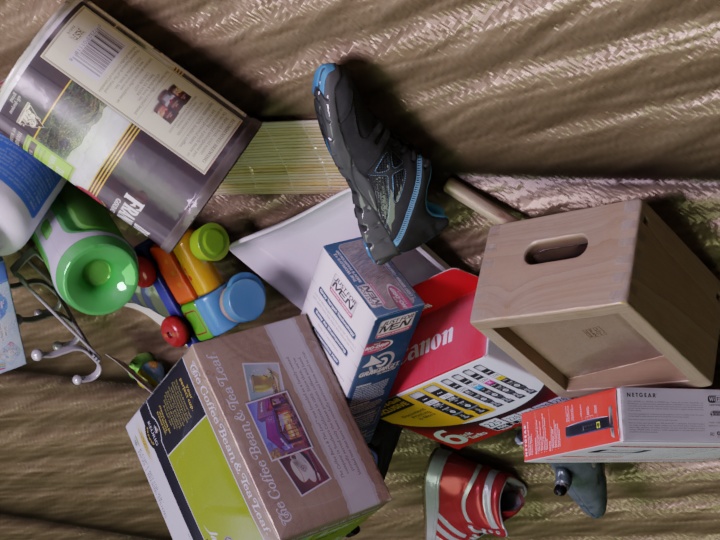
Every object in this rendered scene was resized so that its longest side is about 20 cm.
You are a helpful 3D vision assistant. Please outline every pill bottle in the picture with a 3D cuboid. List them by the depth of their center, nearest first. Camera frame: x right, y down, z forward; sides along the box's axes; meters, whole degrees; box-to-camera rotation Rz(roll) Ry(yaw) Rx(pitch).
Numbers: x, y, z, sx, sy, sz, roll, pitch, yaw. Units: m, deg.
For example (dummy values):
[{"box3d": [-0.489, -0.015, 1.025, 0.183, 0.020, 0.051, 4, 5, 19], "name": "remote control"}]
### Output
[{"box3d": [-0.351, -0.086, 1.414, 0.112, 0.200, 0.112, 15, 142, 13], "name": "pill bottle"}]

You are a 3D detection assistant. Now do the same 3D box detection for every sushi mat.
[{"box3d": [-0.073, -0.106, 1.387, 0.200, 0.012, 0.096, 1, 136, 29], "name": "sushi mat"}]

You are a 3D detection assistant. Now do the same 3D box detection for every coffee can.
[{"box3d": [-0.210, -0.131, 1.313, 0.200, 0.146, 0.146, 36, 142, -7], "name": "coffee can"}]

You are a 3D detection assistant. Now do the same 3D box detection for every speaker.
[{"box3d": [-0.279, -0.028, 1.457, 0.088, 0.088, 0.200, 52, 177, -31], "name": "speaker"}]

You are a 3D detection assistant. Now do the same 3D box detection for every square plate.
[{"box3d": [0.000, 0.000, 1.453, 0.198, 0.028, 0.200, 40, 141, -26], "name": "square plate"}]

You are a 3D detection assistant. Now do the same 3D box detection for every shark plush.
[{"box3d": [0.216, 0.193, 1.482, 0.091, 0.083, 0.200, 3, 162, 20], "name": "shark plush"}]

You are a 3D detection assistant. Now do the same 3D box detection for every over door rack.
[{"box3d": [-0.365, 0.023, 1.607, 0.148, 0.067, 0.200, 48, 165, 43], "name": "over door rack"}]

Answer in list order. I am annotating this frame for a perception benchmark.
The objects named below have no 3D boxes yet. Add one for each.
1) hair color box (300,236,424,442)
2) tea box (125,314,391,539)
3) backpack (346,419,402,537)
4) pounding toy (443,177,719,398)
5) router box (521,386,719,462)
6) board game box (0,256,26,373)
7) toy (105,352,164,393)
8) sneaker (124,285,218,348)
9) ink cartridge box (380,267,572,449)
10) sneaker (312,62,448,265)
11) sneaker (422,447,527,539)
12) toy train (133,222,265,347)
[{"box3d": [-0.012, 0.074, 1.402, 0.100, 0.060, 0.200, 52, 141, 32], "name": "hair color box"}, {"box3d": [-0.103, 0.182, 1.398, 0.197, 0.133, 0.200, -46, 65, 51], "name": "tea box"}, {"box3d": [-0.051, 0.162, 1.583, 0.190, 0.154, 0.200, 24, 136, 8], "name": "backpack"}, {"box3d": [0.189, 0.008, 1.297, 0.200, 0.142, 0.184, -9, 145, 39], "name": "pounding toy"}, {"box3d": [0.276, 0.145, 1.347, 0.200, 0.049, 0.179, 3, 167, -22], "name": "router box"}, {"box3d": [-0.416, -0.022, 1.552, 0.200, 0.043, 0.199, 59, 159, 28], "name": "board game box"}, {"box3d": [-0.197, 0.148, 1.685, 0.200, 0.047, 0.115, 30, 175, 39], "name": "toy"}, {"box3d": [-0.224, 0.006, 1.573, 0.200, 0.067, 0.090, 30, 135, -7], "name": "sneaker"}, {"box3d": [0.094, 0.090, 1.432, 0.175, 0.084, 0.200, 24, 147, -28], "name": "ink cartridge box"}, {"box3d": [0.016, -0.103, 1.293, 0.082, 0.073, 0.200, -21, 124, 2], "name": "sneaker"}, {"box3d": [0.135, 0.292, 1.703, 0.112, 0.071, 0.200, 14, 140, 20], "name": "sneaker"}, {"box3d": [-0.176, -0.024, 1.468, 0.116, 0.085, 0.200, -18, 103, 51], "name": "toy train"}]
